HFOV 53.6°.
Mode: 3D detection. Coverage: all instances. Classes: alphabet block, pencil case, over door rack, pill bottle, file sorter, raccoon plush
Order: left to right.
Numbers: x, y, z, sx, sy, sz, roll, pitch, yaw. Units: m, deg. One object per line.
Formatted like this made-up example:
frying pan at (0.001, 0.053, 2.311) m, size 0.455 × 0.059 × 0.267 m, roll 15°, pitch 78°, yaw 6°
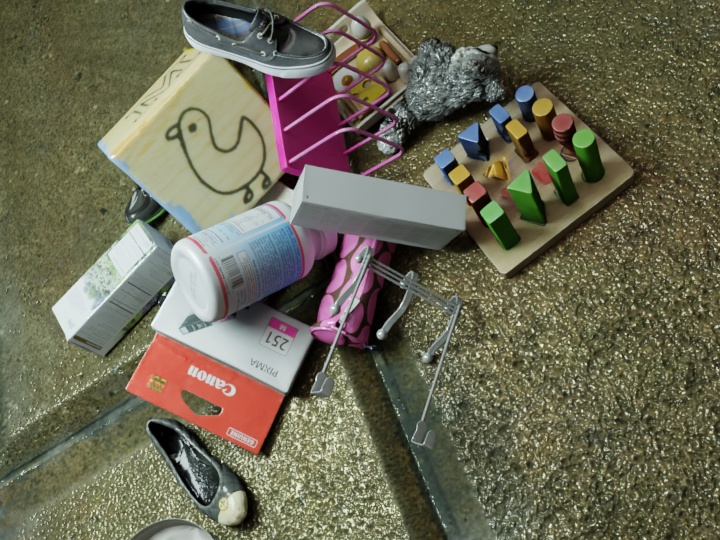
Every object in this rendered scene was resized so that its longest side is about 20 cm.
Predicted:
alphabet block at (-0.230, -0.179, 1.022) m, size 0.200 × 0.195 × 0.196 m, roll -49°, pitch 30°, yaw -6°
pill bottle at (-0.130, -0.022, 0.908) m, size 0.199 × 0.110 × 0.109 m, roll -27°, pitch 49°, yaw -31°
file sorter at (-0.034, -0.236, 0.970) m, size 0.125 × 0.138 × 0.202 m, roll -23°, pitch 69°, yaw 35°
pencil case at (0.000, 0.000, 0.923) m, size 0.090 × 0.094 × 0.202 m, roll 12°, pitch 73°, yaw 11°
over door rack at (0.031, 0.089, 0.827) m, size 0.067 × 0.147 × 0.202 m, roll -41°, pitch 25°, yaw 54°
raccoon plush at (0.114, -0.218, 0.957) m, size 0.201 × 0.096 × 0.134 m, roll -64°, pitch 30°, yaw 22°

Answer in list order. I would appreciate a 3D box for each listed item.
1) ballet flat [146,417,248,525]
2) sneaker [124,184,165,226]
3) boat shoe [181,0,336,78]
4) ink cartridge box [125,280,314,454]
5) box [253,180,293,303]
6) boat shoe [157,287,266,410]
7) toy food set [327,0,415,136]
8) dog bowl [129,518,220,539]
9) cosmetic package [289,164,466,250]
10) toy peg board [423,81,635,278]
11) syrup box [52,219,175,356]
ballet flat at (-0.219, 0.265, 0.935) m, size 0.199 × 0.057 × 0.067 m, roll 32°, pitch 85°, yaw 34°
sneaker at (-0.349, -0.167, 1.184) m, size 0.076 × 0.084 × 0.202 m, roll 8°, pitch 71°, yaw 30°
boat shoe at (-0.127, -0.295, 0.876) m, size 0.198 × 0.066 × 0.071 m, roll 18°, pitch 74°, yaw 7°
ink cartridge box at (-0.181, 0.115, 0.927) m, size 0.198 × 0.044 × 0.175 m, roll 25°, pitch 72°, yaw 0°
box at (-0.146, -0.026, 1.024) m, size 0.082 × 0.068 × 0.201 m, roll 34°, pitch 86°, yaw 36°
boat shoe at (-0.201, 0.111, 0.996) m, size 0.074 × 0.093 × 0.201 m, roll -36°, pitch 82°, yaw -15°
toy food set at (0.003, -0.312, 1.083) m, size 0.143 × 0.060 × 0.201 m, roll -39°, pitch 56°, yaw 6°
dog bowl at (-0.226, 0.412, 0.871) m, size 0.198 × 0.059 × 0.202 m, roll -12°, pitch 63°, yaw 23°
cosmetic package at (0.020, -0.074, 0.856) m, size 0.198 × 0.083 × 0.051 m, roll 9°, pitch 74°, yaw -14°
toy peg board at (0.193, -0.136, 0.884) m, size 0.199 × 0.098 × 0.200 m, roll -38°, pitch 56°, yaw 6°
syrup box at (-0.374, 0.028, 1.109) m, size 0.200 × 0.081 × 0.079 m, roll -46°, pitch 54°, yaw 2°
